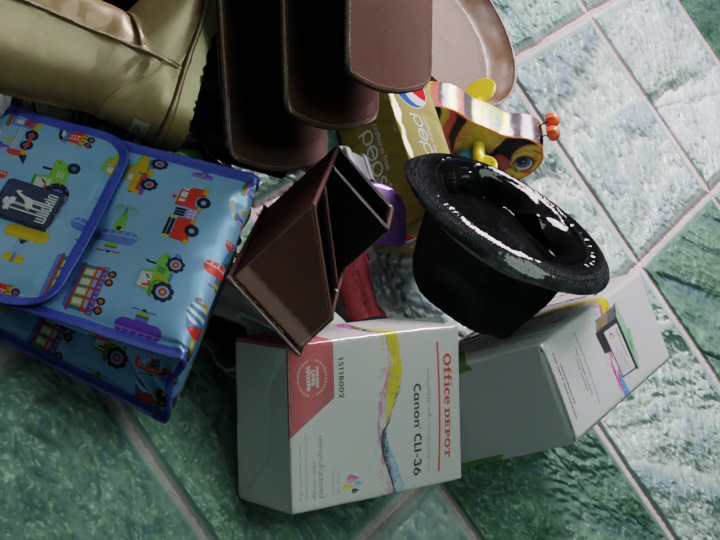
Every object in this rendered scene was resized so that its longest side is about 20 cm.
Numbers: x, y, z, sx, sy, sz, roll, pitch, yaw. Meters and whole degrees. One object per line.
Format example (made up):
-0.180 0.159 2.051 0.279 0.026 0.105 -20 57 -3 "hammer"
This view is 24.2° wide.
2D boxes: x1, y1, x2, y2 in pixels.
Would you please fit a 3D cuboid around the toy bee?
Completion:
0.127 -0.126 1.556 0.199 0.108 0.132 14 51 -43 "toy bee"

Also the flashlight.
0.000 0.000 1.334 0.068 0.067 0.202 76 -3 -61 "flashlight"

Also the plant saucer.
0.076 -0.242 1.653 0.199 0.032 0.202 30 42 -31 "plant saucer"

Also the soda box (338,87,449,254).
0.028 -0.117 1.465 0.064 0.068 0.202 7 57 -46 "soda box"

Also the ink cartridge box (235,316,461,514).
0.008 0.098 1.206 0.199 0.067 0.118 -6 97 -40 "ink cartridge box"

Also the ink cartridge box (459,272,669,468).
0.143 0.081 1.365 0.200 0.144 0.085 -28 99 -54 "ink cartridge box"

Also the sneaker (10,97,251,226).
-0.157 -0.089 1.191 0.199 0.085 0.079 31 73 -29 "sneaker"

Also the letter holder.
-0.021 -0.144 1.209 0.200 0.099 0.144 -11 100 -71 "letter holder"

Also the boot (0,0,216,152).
-0.196 -0.185 1.136 0.198 0.066 0.177 20 60 -19 "boot"

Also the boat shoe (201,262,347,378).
-0.088 0.043 1.211 0.200 0.070 0.072 29 53 -26 "boat shoe"

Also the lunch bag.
-0.187 -0.016 1.098 0.198 0.094 0.152 21 57 -2 "lunch bag"

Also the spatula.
-0.048 -0.070 1.292 0.199 0.021 0.057 23 53 -30 "spatula"

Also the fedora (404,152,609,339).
0.101 -0.010 1.335 0.199 0.092 0.201 23 22 -10 "fedora"

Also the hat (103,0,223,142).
-0.157 -0.179 1.262 0.200 0.202 0.081 33 5 -29 "hat"

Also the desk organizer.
-0.030 -0.020 1.172 0.072 0.077 0.200 47 13 -9 "desk organizer"
